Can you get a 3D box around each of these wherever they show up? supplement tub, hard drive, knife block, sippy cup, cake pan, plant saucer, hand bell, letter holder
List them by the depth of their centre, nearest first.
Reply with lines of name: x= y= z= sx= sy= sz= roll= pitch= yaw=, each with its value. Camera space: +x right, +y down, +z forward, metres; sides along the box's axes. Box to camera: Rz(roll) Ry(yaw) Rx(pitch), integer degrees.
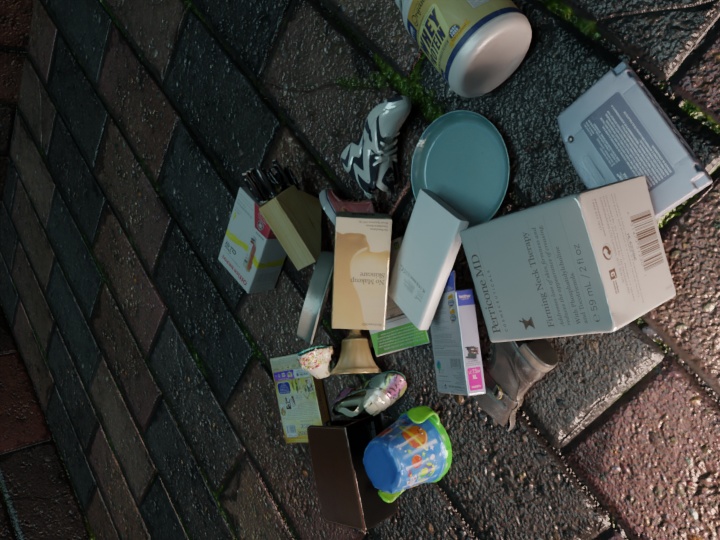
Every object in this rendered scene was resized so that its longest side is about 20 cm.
supplement tub: x=0.152 y=-0.385 z=0.916 sx=0.145 sy=0.143 sz=0.202 roll=-48 pitch=64 yaw=37
plant saucer: x=0.170 y=-0.166 z=1.011 sx=0.198 sy=0.027 sz=0.204 roll=8 pitch=101 yaw=42
hard drive: x=0.109 y=-0.020 z=1.020 sx=0.132 sy=0.026 sz=0.203 roll=50 pitch=129 yaw=51
sippy cup: x=0.079 y=0.341 z=1.100 sx=0.138 sy=0.129 sz=0.181 roll=-10 pitch=90 yaw=44
cake pan: x=-0.084 y=0.051 z=1.184 sx=0.036 sy=0.201 sz=0.203 roll=17 pitch=113 yaw=0
hand bell: x=-0.011 y=0.106 z=1.202 sx=0.103 sy=0.103 sz=0.204 roll=-12 pitch=75 yaw=44
knife block: x=-0.164 y=-0.120 z=1.224 sx=0.064 sy=0.174 sz=0.204 roll=-23 pitch=58 yaw=43
letter holder: x=-0.022 y=0.407 z=1.230 sx=0.141 sy=0.100 sz=0.204 roll=-14 pitch=86 yaw=46

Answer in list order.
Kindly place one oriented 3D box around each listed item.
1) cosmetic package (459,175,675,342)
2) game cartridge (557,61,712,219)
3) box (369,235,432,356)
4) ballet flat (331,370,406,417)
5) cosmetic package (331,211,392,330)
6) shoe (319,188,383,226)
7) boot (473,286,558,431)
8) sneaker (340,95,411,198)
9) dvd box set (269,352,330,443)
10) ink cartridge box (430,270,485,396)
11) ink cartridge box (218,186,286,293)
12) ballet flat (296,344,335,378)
cosmetic package: x=0.275 y=-0.012 z=0.806 sx=0.199 sy=0.165 sz=0.170 roll=-17 pitch=91 yaw=54
game cartridge: x=0.363 y=-0.163 z=0.819 sx=0.133 sy=0.041 sz=0.202 roll=-39 pitch=69 yaw=36
box: x=0.062 y=0.052 z=1.142 sx=0.143 sy=0.036 sz=0.204 roll=-21 pitch=80 yaw=44
ballet flat: x=0.012 y=0.259 z=1.189 sx=0.199 sy=0.071 sz=0.069 roll=-28 pitch=106 yaw=43
cosmetic package: x=0.000 y=0.000 z=1.072 sx=0.071 sy=0.103 sz=0.204 roll=-98 pitch=9 yaw=-77
shoe: x=-0.009 y=-0.111 z=1.168 sx=0.091 sy=0.071 sz=0.201 roll=-39 pitch=50 yaw=12
boot: x=0.218 y=0.142 z=0.984 sx=0.201 sy=0.068 sz=0.175 roll=57 pitch=138 yaw=31
sneaker: x=0.048 y=-0.210 z=1.087 sx=0.199 sy=0.079 sz=0.131 roll=-40 pitch=70 yaw=40
dvd box set: x=-0.137 y=0.291 z=1.370 sx=0.145 sy=0.029 sz=0.204 roll=-18 pitch=83 yaw=43
ink cartridge box: x=0.158 y=0.106 z=1.013 sx=0.119 sy=0.041 sz=0.204 roll=156 pitch=107 yaw=-71
ink cartridge box: x=-0.239 y=-0.070 z=1.381 sx=0.145 sy=0.083 sz=0.202 roll=43 pitch=123 yaw=31
ballet flat: x=-0.079 y=0.185 z=1.209 sx=0.075 sy=0.200 sz=0.065 roll=-22 pitch=82 yaw=5
